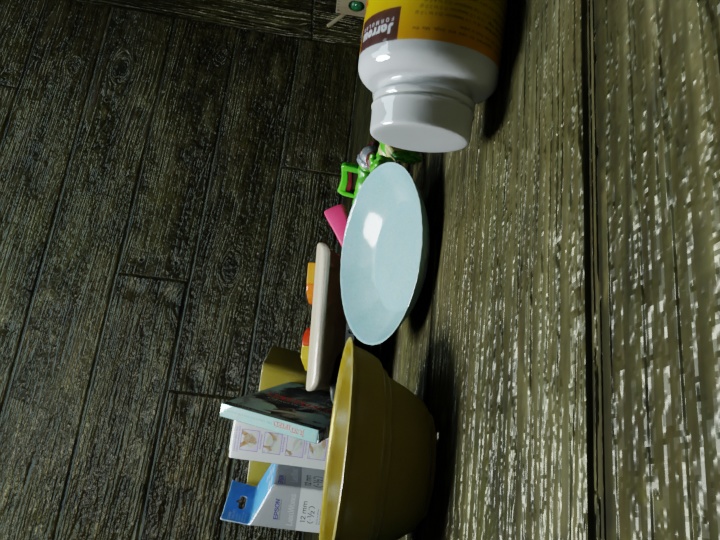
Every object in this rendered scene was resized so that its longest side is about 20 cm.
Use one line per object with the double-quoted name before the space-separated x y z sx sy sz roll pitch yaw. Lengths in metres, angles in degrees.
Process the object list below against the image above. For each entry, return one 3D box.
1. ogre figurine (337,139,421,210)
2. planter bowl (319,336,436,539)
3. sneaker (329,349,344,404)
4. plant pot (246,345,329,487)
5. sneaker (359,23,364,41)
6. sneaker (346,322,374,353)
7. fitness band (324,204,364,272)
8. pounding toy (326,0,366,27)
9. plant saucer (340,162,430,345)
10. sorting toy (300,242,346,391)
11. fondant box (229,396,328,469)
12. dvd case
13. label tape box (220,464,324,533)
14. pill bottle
"ogre figurine" 0.027 -0.142 0.878 0.201 0.097 0.120 -103 30 -45
"planter bowl" 0.017 0.164 0.555 0.200 0.082 0.203 -172 90 -86
"sneaker" 0.004 0.168 0.787 0.115 0.075 0.201 106 168 -49
"plant pot" -0.088 0.254 1.116 0.200 0.174 0.202 -144 62 -87
"sneaker" 0.042 -0.501 1.382 0.200 0.078 0.076 -113 32 -78
"sneaker" -0.011 0.142 1.078 0.200 0.059 0.105 115 167 -64
"fitness band" 0.000 0.000 0.892 0.144 0.037 0.201 -106 -7 -47
"pounding toy" -0.027 -1.060 2.508 0.142 0.182 0.202 111 166 -71
"plant saucer" 0.033 -0.017 0.720 0.201 0.038 0.204 -174 90 -66
"sorting toy" -0.048 0.068 0.890 0.200 0.036 0.187 47 -133 -80
"fondant box" -0.081 0.236 0.930 0.144 0.198 0.059 178 100 -85
"dvd case" -0.082 0.194 0.899 0.200 0.144 0.022 1 -81 -69
"label tape box" -0.095 0.323 0.949 0.143 0.198 0.067 -162 82 -85
"pill bottle" 0.058 -0.199 0.492 0.109 0.108 0.202 153 125 -84
